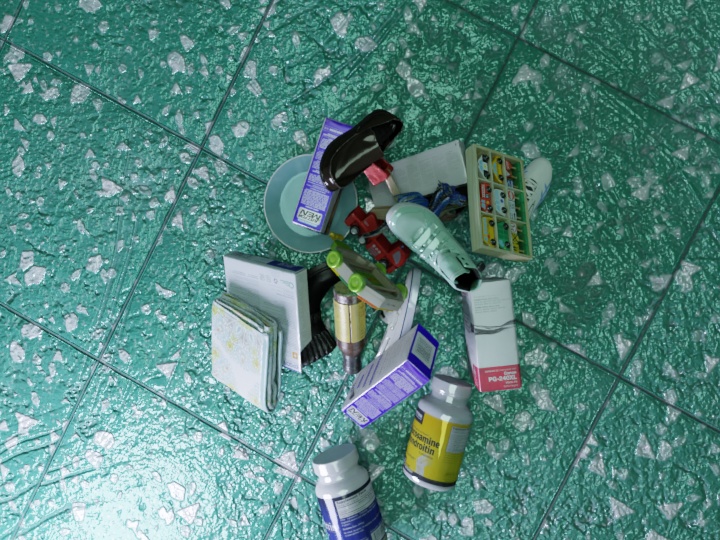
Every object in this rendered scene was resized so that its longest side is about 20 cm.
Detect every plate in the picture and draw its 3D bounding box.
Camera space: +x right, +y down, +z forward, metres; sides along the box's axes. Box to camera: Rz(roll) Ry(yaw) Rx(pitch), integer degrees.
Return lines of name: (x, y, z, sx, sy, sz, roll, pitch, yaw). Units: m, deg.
plate: (-0.102, -0.137, 1.127, 0.196, 0.026, 0.205, 0, 90, 3)

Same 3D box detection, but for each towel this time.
towel: (-0.225, 0.160, 1.070, 0.169, 0.048, 0.204, 25, 120, 32)

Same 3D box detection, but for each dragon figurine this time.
dragon figurine: (0.093, -0.110, 0.997, 0.196, 0.059, 0.101, -4, 114, -10)

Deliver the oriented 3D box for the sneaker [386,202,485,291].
sneaker: (0.135, -0.040, 0.939, 0.199, 0.119, 0.074, 34, 105, -24)

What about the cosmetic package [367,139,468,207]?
cosmetic package: (0.114, -0.183, 1.068, 0.197, 0.050, 0.084, -13, 92, 26)

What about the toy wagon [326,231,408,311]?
toy wagon: (0.000, 0.000, 1.017, 0.200, 0.154, 0.040, 46, 108, 34)

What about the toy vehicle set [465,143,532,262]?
toy vehicle set: (0.255, -0.123, 1.003, 0.122, 0.026, 0.204, 9, 70, -27)

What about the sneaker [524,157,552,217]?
sneaker: (0.318, -0.135, 1.079, 0.071, 0.072, 0.202, 35, 91, 4)

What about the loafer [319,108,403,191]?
loafer: (0.004, -0.219, 0.962, 0.201, 0.071, 0.073, -51, 127, -20)

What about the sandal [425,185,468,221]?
sandal: (0.165, -0.131, 1.097, 0.199, 0.057, 0.081, -27, 52, 20)

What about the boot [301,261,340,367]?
boot: (-0.085, 0.088, 1.097, 0.210, 0.079, 0.159, -34, 83, 18)

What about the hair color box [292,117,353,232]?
hair color box: (-0.065, -0.176, 1.050, 0.064, 0.109, 0.204, 20, 92, 3)

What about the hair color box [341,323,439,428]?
hair color box: (0.057, 0.203, 1.035, 0.065, 0.110, 0.200, 42, 124, -8)

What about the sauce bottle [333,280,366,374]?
sauce bottle: (-0.020, 0.116, 1.069, 0.063, 0.065, 0.203, 2, 122, 3)

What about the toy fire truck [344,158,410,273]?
toy fire truck: (0.046, -0.106, 1.061, 0.140, 0.049, 0.201, -35, 103, 30)

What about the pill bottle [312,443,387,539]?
pill bottle: (-0.025, 0.462, 1.085, 0.114, 0.116, 0.204, -17, 89, 3)

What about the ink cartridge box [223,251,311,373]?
ink cartridge box: (-0.180, 0.077, 1.059, 0.194, 0.043, 0.204, 13, 115, 34)

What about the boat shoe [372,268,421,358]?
boat shoe: (0.066, 0.089, 1.101, 0.084, 0.075, 0.206, 14, 101, 6)

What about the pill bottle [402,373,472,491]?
pill bottle: (0.158, 0.315, 1.073, 0.110, 0.112, 0.204, 14, 91, 3)

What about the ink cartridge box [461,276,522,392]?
ink cartridge box: (0.247, 0.114, 1.048, 0.082, 0.145, 0.205, -6, 91, 4)
